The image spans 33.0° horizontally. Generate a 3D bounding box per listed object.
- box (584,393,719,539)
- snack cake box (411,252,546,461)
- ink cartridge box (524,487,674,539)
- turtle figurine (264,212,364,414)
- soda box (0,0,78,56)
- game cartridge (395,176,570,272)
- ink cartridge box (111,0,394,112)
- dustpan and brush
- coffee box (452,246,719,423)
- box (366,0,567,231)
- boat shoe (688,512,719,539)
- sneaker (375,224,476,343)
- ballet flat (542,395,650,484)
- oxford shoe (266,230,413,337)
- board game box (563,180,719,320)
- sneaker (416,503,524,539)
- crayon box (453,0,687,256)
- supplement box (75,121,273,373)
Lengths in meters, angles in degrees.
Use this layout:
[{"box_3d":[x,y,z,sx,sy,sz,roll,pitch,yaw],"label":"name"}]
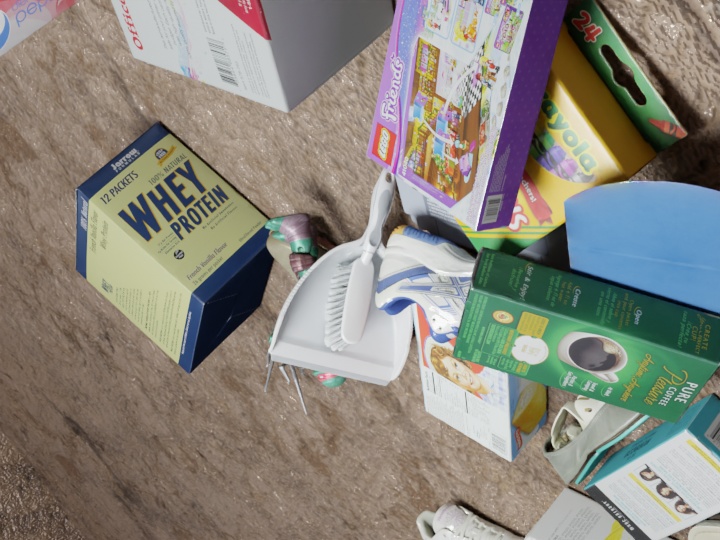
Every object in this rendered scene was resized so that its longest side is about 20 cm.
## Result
[{"box_3d":[0.290,0.188,1.118,0.082,0.049,0.200,44,151,5],"label":"box"},{"box_3d":[0.119,0.082,1.195,0.114,0.067,0.201,29,146,31],"label":"snack cake box"},{"box_3d":[0.282,0.336,1.278,0.199,0.083,0.146,22,143,37],"label":"ink cartridge box"},{"box_3d":[-0.054,0.049,1.250,0.150,0.099,0.203,135,127,-72],"label":"turtle figurine"},{"box_3d":[-0.379,-0.276,1.267,0.063,0.200,0.070,27,147,28],"label":"soda box"},{"box_3d":[0.112,-0.070,1.048,0.199,0.041,0.134,22,146,37],"label":"game cartridge"},{"box_3d":[-0.099,-0.247,0.991,0.199,0.145,0.146,23,144,35],"label":"ink cartridge box"},{"box_3d":[0.000,0.000,1.162,0.138,0.203,0.057,14,172,-22],"label":"dustpan and brush"},{"box_3d":[0.178,0.054,0.969,0.198,0.044,0.123,16,150,7],"label":"coffee box"},{"box_3d":[0.075,-0.149,0.880,0.137,0.039,0.202,38,126,42],"label":"box"},{"box_3d":[0.381,0.240,1.054,0.199,0.059,0.073,-5,108,53],"label":"boat shoe"},{"box_3d":[0.104,0.030,1.074,0.198,0.089,0.075,20,178,31],"label":"sneaker"},{"box_3d":[0.219,0.143,1.142,0.064,0.067,0.201,48,152,14],"label":"ballet flat"},{"box_3d":[-0.036,0.027,1.322,0.199,0.074,0.071,39,153,14],"label":"oxford shoe"},{"box_3d":[0.233,-0.021,0.891,0.156,0.039,0.201,10,151,19],"label":"board game box"},{"box_3d":[0.137,0.336,1.476,0.199,0.075,0.100,-8,122,56],"label":"sneaker"},{"box_3d":[0.133,-0.099,0.920,0.128,0.051,0.200,54,140,2],"label":"crayon box"},{"box_3d":[-0.222,-0.023,1.442,0.199,0.134,0.201,40,151,10],"label":"supplement box"}]
